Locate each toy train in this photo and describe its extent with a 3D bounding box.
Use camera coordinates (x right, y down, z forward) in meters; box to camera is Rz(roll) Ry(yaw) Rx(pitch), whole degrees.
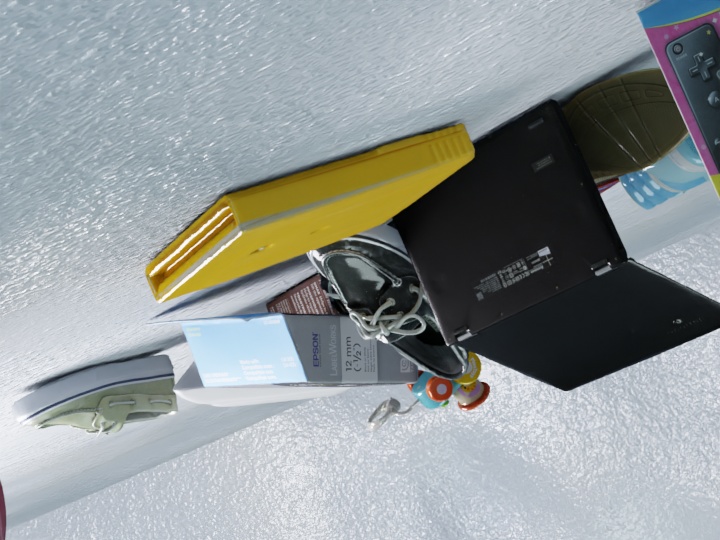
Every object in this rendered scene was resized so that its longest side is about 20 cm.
[{"bbox_3d":[0.084,0.081,1.669,0.150,0.056,0.200,-35,-162,39],"label":"toy train"}]

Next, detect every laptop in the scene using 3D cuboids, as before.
[{"bbox_3d":[0.151,-0.011,1.372,0.187,0.201,0.116,-28,174,42],"label":"laptop"}]

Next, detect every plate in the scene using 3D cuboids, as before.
[{"bbox_3d":[-0.076,0.100,1.829,0.198,0.033,0.200,-7,-170,5],"label":"plate"}]

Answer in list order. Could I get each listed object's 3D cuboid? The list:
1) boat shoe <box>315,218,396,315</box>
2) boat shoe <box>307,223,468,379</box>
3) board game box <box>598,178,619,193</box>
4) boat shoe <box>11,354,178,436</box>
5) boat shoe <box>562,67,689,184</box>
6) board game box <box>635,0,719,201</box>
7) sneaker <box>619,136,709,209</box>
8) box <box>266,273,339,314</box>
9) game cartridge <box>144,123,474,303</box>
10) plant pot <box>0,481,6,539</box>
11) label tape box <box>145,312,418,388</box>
[{"bbox_3d":[0.000,0.000,1.544,0.075,0.062,0.200,-19,173,-16],"label":"boat shoe"},{"bbox_3d":[0.024,0.027,1.445,0.073,0.068,0.199,-19,141,24],"label":"boat shoe"},{"bbox_3d":[0.161,-0.057,1.810,0.199,0.020,0.103,-20,174,-24],"label":"board game box"},{"bbox_3d":[-0.247,0.127,1.742,0.072,0.062,0.200,-28,170,40],"label":"boat shoe"},{"bbox_3d":[0.179,-0.101,1.336,0.201,0.072,0.066,-33,-176,43],"label":"boat shoe"},{"bbox_3d":[0.272,-0.096,1.068,0.147,0.201,0.064,-27,172,33],"label":"board game box"},{"bbox_3d":[0.314,-0.110,1.649,0.199,0.080,0.130,-5,162,-38],"label":"sneaker"},{"bbox_3d":[0.008,0.022,1.717,0.100,0.075,0.200,-16,173,-42],"label":"box"},{"bbox_3d":[-0.034,-0.042,1.256,0.199,0.033,0.176,-21,174,-30],"label":"game cartridge"},{"bbox_3d":[-0.343,0.162,1.239,0.199,0.201,0.179,-21,-171,-7],"label":"plant pot"},{"bbox_3d":[-0.068,0.072,1.582,0.199,0.067,0.143,1,175,-44],"label":"label tape box"}]
